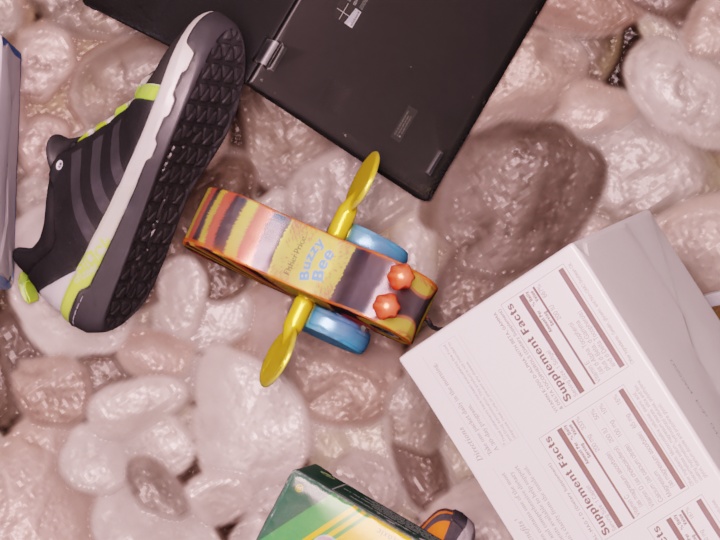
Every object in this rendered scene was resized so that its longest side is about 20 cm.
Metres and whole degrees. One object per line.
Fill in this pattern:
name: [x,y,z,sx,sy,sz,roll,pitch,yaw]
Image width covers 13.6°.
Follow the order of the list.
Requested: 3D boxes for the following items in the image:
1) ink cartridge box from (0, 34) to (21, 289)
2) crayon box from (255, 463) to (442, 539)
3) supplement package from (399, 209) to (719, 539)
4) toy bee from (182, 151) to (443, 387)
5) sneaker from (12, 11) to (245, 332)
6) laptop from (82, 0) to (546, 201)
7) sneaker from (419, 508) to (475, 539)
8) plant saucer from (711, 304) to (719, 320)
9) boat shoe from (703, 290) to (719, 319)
ink cartridge box: [-0.289,-0.061,1.639,0.199,0.076,0.137,2,83,1]
crayon box: [-0.023,0.217,1.541,0.125,0.052,0.200,29,96,10]
supplement package: [0.136,0.089,1.505,0.111,0.156,0.200,-33,85,20]
toy bee: [0.000,0.000,1.606,0.199,0.109,0.131,4,82,3]
sneaker: [-0.134,-0.059,1.613,0.083,0.072,0.200,33,111,17]
laptop: [-0.013,-0.174,1.675,0.200,0.116,0.188,32,85,-23]
sneaker: [-0.031,0.189,1.599,0.112,0.078,0.200,37,86,5]
plant saucer: [0.210,0.117,1.587,0.199,0.035,0.201,2,97,17]
boat shoe: [0.248,0.029,1.613,0.199,0.057,0.069,-16,92,19]
